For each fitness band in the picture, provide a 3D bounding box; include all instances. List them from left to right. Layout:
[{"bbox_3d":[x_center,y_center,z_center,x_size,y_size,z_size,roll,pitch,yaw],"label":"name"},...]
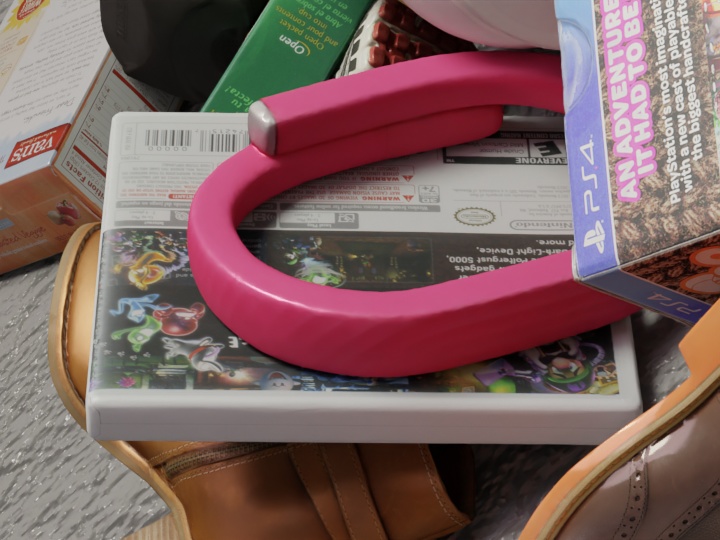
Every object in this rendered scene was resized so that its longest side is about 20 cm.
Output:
[{"bbox_3d":[0.033,-0.025,1.082,0.199,0.038,0.144,-15,41,-19],"label":"fitness band"}]

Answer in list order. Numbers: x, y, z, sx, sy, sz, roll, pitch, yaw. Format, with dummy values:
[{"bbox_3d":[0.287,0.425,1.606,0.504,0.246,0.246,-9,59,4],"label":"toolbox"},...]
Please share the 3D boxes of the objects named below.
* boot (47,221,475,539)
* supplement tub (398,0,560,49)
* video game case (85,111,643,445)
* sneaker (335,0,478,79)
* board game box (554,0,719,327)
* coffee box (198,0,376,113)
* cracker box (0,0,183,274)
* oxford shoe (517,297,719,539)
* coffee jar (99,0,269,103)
[{"bbox_3d":[-0.039,0.044,1.123,0.155,0.077,0.201,-27,52,23],"label":"boot"},{"bbox_3d":[0.050,-0.171,1.159,0.144,0.144,0.200,-46,28,-1],"label":"supplement tub"},{"bbox_3d":[0.000,0.000,1.097,0.199,0.023,0.182,1,38,-2],"label":"video game case"},{"bbox_3d":[-0.005,-0.043,1.229,0.082,0.078,0.200,-18,38,42],"label":"sneaker"},{"bbox_3d":[0.171,-0.085,0.971,0.200,0.097,0.160,-20,63,38],"label":"board game box"},{"bbox_3d":[-0.031,-0.100,1.326,0.200,0.044,0.123,-60,4,-27],"label":"coffee box"},{"bbox_3d":[-0.149,-0.094,1.507,0.134,0.058,0.200,-17,38,43],"label":"cracker box"},{"bbox_3d":[0.110,0.077,0.930,0.200,0.073,0.071,-53,-19,24],"label":"oxford shoe"},{"bbox_3d":[-0.058,-0.184,1.447,0.104,0.085,0.200,98,-163,-57],"label":"coffee jar"}]
